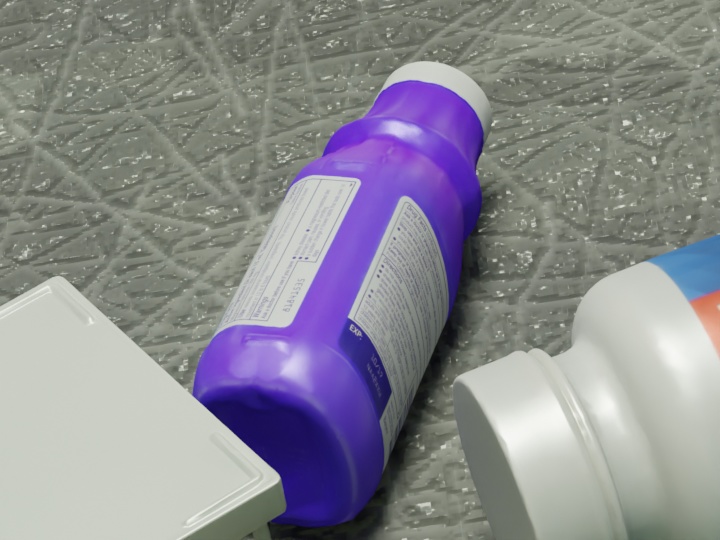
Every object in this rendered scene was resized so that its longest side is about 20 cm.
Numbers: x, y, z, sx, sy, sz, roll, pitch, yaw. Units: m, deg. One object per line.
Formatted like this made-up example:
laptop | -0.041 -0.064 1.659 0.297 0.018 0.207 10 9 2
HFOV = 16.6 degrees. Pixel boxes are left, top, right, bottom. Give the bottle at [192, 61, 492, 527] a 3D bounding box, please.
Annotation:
bottle | 0.000 0.000 0.914 0.065 0.084 0.200 4 43 20

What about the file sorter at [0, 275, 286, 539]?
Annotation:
file sorter | -0.131 0.123 0.771 0.200 0.125 0.139 -30 42 -21

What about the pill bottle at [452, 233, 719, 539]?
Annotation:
pill bottle | 0.137 0.040 0.809 0.199 0.113 0.112 -20 40 -9
